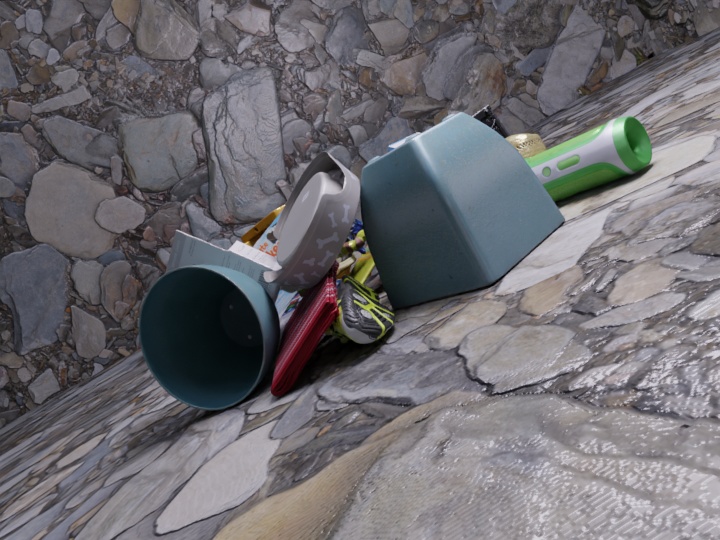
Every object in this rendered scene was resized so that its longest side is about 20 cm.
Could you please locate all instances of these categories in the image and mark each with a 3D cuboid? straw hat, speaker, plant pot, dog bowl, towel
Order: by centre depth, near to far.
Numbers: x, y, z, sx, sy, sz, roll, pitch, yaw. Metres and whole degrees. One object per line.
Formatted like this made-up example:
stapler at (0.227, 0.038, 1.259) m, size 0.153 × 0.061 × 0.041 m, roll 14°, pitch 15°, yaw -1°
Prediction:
towel at (-0.070, 0.068, 0.823) m, size 0.145 × 0.022 × 0.200 m, roll -56°, pitch 12°, yaw 14°
plant pot at (0.115, -0.093, 0.838) m, size 0.196 × 0.200 × 0.196 m, roll -34°, pitch 9°, yaw -36°
dog bowl at (-0.068, -0.065, 0.868) m, size 0.200 × 0.059 × 0.200 m, roll -50°, pitch 25°, yaw 35°
plant pot at (-0.196, 0.083, 0.892) m, size 0.200 × 0.201 × 0.135 m, roll -26°, pitch 0°, yaw 21°
speaker at (0.325, -0.157, 0.927) m, size 0.088 × 0.089 × 0.200 m, roll -35°, pitch 9°, yaw -39°
towel at (0.000, 0.000, 1.044) m, size 0.200 × 0.018 × 0.086 m, roll -59°, pitch 14°, yaw -22°
straw hat at (0.291, -0.201, 1.110) m, size 0.200 × 0.085 × 0.201 m, roll -20°, pitch -11°, yaw -4°

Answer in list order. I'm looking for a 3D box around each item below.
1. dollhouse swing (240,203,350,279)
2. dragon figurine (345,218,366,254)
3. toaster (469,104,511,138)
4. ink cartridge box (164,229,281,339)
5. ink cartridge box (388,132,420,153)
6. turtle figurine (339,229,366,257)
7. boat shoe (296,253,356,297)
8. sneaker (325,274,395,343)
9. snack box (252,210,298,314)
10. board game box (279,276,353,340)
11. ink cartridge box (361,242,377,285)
dollhouse swing at (-0.153, 0.000, 1.162) m, size 0.182 × 0.200 × 0.176 m, roll -31°, pitch 1°, yaw 38°
dragon figurine at (-0.054, -0.094, 1.092) m, size 0.059 × 0.200 × 0.099 m, roll -55°, pitch -17°, yaw 0°
toaster at (0.253, -0.228, 1.344) m, size 0.181 × 0.200 × 0.119 m, roll -37°, pitch 4°, yaw -5°
ink cartridge box at (-0.228, 0.043, 0.991) m, size 0.045 × 0.176 × 0.200 m, roll -67°, pitch 0°, yaw -63°
ink cartridge box at (0.133, -0.158, 1.246) m, size 0.125 × 0.201 × 0.128 m, roll 19°, pitch 32°, yaw 27°
turtle figurine at (0.053, -0.055, 0.946) m, size 0.200 × 0.162 × 0.064 m, roll -34°, pitch 20°, yaw -10°
boat shoe at (-0.061, -0.017, 1.025) m, size 0.073 × 0.065 × 0.200 m, roll -28°, pitch 6°, yaw 18°
sneaker at (-0.008, 0.067, 0.808) m, size 0.077 × 0.075 × 0.200 m, roll -59°, pitch 7°, yaw 7°
snack box at (-0.153, -0.001, 1.121) m, size 0.200 × 0.116 × 0.037 m, roll -52°, pitch -3°, yaw -3°
board game box at (-0.088, 0.075, 1.007) m, size 0.126 × 0.035 × 0.200 m, roll -49°, pitch 15°, yaw -24°
ink cartridge box at (0.028, -0.069, 1.211) m, size 0.057 × 0.163 × 0.200 m, roll -1°, pitch 20°, yaw -7°
